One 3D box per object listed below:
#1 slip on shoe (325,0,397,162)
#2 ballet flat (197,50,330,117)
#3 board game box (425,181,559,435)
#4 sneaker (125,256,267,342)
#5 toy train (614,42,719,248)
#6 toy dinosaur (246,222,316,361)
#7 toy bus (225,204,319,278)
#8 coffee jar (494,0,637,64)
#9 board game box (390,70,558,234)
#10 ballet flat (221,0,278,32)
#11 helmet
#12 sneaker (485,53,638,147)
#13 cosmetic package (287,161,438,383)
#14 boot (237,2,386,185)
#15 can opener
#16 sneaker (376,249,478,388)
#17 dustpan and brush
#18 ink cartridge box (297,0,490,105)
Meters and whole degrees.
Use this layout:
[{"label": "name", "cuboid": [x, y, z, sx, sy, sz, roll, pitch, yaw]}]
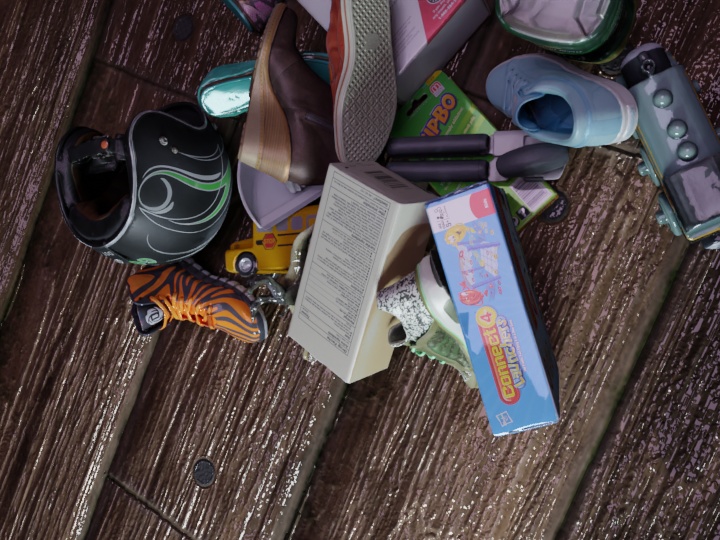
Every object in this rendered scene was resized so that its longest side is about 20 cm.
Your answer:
[{"label": "slip on shoe", "cuboid": [-0.004, -0.210, 0.752, 0.061, 0.073, 0.204, 12, 105, 59]}, {"label": "ballet flat", "cuboid": [-0.103, -0.238, 0.870, 0.196, 0.068, 0.071, -10, 41, -1]}, {"label": "board game box", "cuboid": [0.131, 0.025, 0.664, 0.055, 0.196, 0.203, -17, 89, 16]}, {"label": "sneaker", "cuboid": [-0.213, 0.053, 0.876, 0.198, 0.112, 0.079, 25, 130, 29]}, {"label": "toy train", "cuboid": [0.301, -0.118, 0.667, 0.084, 0.114, 0.203, -23, 78, 20]}, {"label": "toy dinosaur", "cuboid": [-0.085, 0.026, 0.806, 0.087, 0.202, 0.048, -8, 43, -9]}, {"label": "toy bus", "cuboid": [-0.065, -0.034, 0.849, 0.197, 0.065, 0.080, -4, 85, 23]}, {"label": "coffee jar", "cuboid": [0.202, -0.249, 0.673, 0.103, 0.199, 0.087, 22, 109, 22]}, {"label": "board game box", "cuboid": [0.119, -0.123, 0.795, 0.095, 0.030, 0.201, -43, 75, 15]}, {"label": "ballet flat", "cuboid": [-0.180, -0.391, 0.927, 0.200, 0.069, 0.071, 42, 85, 16]}, {"label": "helmet", "cuboid": [-0.250, -0.109, 0.867, 0.197, 0.190, 0.204, 3, 95, 31]}, {"label": "sneaker", "cuboid": [0.173, -0.171, 0.701, 0.200, 0.081, 0.075, 36, 132, 55]}, {"label": "cosmetic package", "cuboid": [0.000, 0.000, 0.733, 0.105, 0.071, 0.203, 34, 119, 33]}, {"label": "boot", "cuboid": [-0.044, -0.190, 0.806, 0.164, 0.072, 0.204, 11, 79, -13]}, {"label": "can opener", "cuboid": [0.118, -0.123, 0.745, 0.197, 0.067, 0.054, 1, 86, 17]}, {"label": "sneaker", "cuboid": [0.073, 0.060, 0.724, 0.087, 0.201, 0.078, -17, 46, 15]}, {"label": "dustpan and brush", "cuboid": [-0.106, -0.156, 0.871, 0.138, 0.058, 0.201, -32, 45, -1]}, {"label": "ink cartridge box", "cuboid": [0.028, -0.315, 0.814, 0.148, 0.085, 0.201, -45, 71, 16]}]
